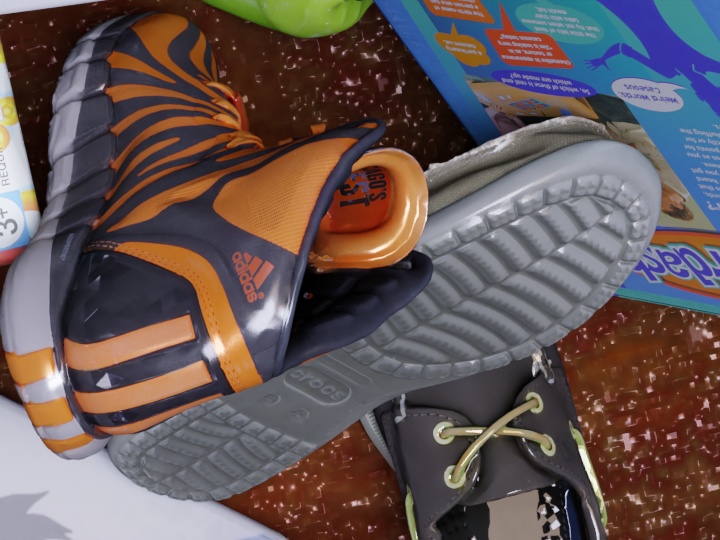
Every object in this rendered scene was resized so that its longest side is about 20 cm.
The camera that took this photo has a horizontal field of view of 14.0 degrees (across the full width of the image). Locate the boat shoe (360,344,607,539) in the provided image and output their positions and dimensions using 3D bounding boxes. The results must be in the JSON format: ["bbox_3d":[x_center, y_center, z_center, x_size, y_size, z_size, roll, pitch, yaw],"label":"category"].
[{"bbox_3d":[0.047,0.072,0.970,0.072,0.061,0.202,-17,98,-14],"label":"boat shoe"}]

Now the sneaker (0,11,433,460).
[{"bbox_3d":[-0.032,-0.021,0.859,0.112,0.200,0.078,-15,124,13],"label":"sneaker"}]

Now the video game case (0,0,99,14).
[{"bbox_3d":[-0.109,-0.114,0.848,0.143,0.200,0.018,-9,115,-14],"label":"video game case"}]

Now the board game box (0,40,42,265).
[{"bbox_3d":[-0.207,-0.033,0.872,0.199,0.105,0.103,-14,97,-15],"label":"board game box"}]

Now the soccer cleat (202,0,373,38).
[{"bbox_3d":[-0.018,-0.175,0.925,0.081,0.067,0.201,12,99,26],"label":"soccer cleat"}]

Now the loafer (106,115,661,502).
[{"bbox_3d":[0.000,0.000,0.910,0.200,0.070,0.075,-27,139,22],"label":"loafer"}]

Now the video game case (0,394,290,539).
[{"bbox_3d":[-0.141,0.140,0.944,0.182,0.022,0.200,28,86,-15],"label":"video game case"}]

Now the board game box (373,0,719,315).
[{"bbox_3d":[0.089,-0.059,0.889,0.045,0.152,0.200,-57,133,-22],"label":"board game box"}]
